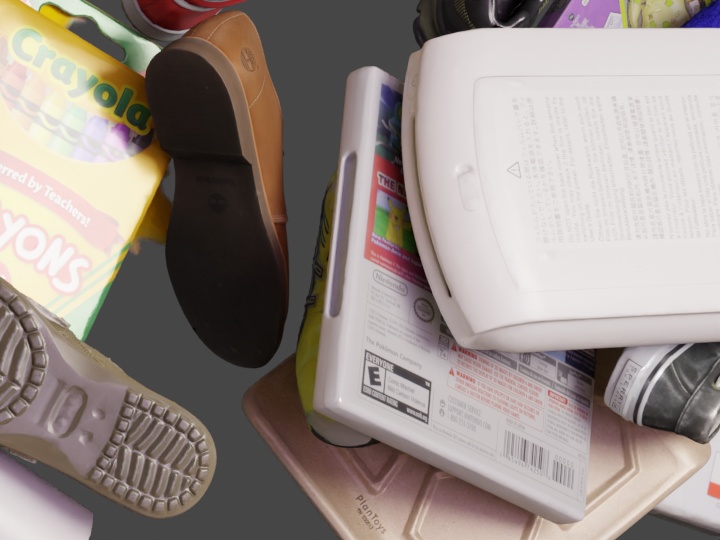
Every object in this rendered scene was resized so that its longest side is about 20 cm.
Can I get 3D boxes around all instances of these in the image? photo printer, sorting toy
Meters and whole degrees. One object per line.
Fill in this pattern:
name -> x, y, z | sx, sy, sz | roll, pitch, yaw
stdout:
photo printer -> 0.115, -0.042, 1.498 | 0.199, 0.069, 0.168 | -3, 76, -27
sorting toy -> 0.063, 0.085, 1.601 | 0.200, 0.036, 0.185 | -37, 84, -16

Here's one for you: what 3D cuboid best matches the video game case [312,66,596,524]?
video game case -> 0.055, 0.016, 1.523 | 0.199, 0.023, 0.183 | 27, 60, -42

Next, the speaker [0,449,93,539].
speaker -> -0.231, 0.098, 1.465 | 0.200, 0.081, 0.081 | 38, 71, -19

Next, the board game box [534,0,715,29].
board game box -> 0.157, -0.117, 1.681 | 0.120, 0.032, 0.200 | 47, 60, -20

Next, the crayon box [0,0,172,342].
crayon box -> -0.171, -0.053, 1.520 | 0.127, 0.051, 0.201 | 30, 74, -21

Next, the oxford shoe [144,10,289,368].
oxford shoe -> -0.060, -0.041, 1.538 | 0.071, 0.071, 0.201 | -49, 144, -48

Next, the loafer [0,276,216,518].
loafer -> -0.164, 0.057, 1.458 | 0.200, 0.067, 0.076 | 36, 82, -5

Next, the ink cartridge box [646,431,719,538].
ink cartridge box -> 0.174, 0.036, 1.683 | 0.161, 0.050, 0.201 | 19, 81, -24

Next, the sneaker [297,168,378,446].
sneaker -> 0.000, 0.000, 1.545 | 0.077, 0.075, 0.201 | 66, 25, -49

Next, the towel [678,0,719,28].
towel -> 0.204, -0.068, 1.649 | 0.200, 0.049, 0.149 | -35, 118, -42

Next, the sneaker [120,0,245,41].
sneaker -> -0.040, -0.207, 1.559 | 0.071, 0.112, 0.200 | 41, 68, -14

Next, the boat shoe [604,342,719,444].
boat shoe -> 0.202, 0.052, 1.595 | 0.071, 0.072, 0.200 | 34, 33, 19

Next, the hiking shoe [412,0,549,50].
hiking shoe -> 0.100, -0.203, 1.634 | 0.075, 0.101, 0.201 | 23, 77, -23
